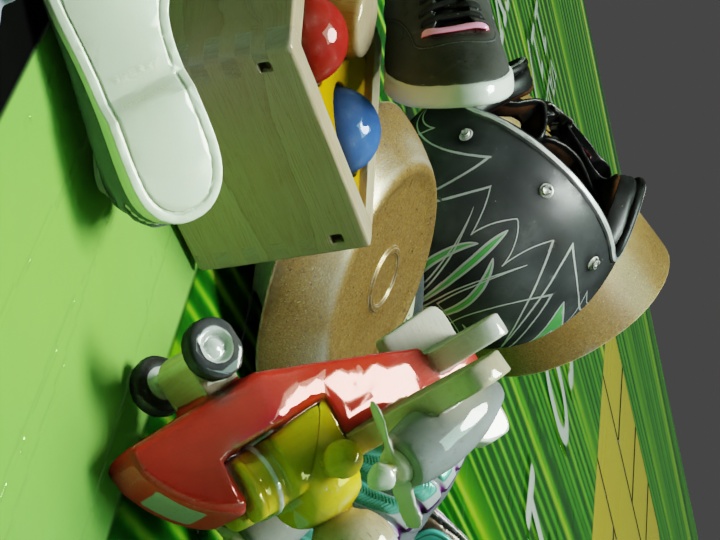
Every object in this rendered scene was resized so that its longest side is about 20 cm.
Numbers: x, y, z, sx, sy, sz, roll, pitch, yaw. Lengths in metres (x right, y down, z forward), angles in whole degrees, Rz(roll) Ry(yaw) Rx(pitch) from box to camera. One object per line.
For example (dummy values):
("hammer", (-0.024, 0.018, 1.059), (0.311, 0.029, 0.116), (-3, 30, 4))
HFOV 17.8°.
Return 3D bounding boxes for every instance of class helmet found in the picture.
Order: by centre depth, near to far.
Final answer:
("helmet", (0.095, -0.039, 1.632), (0.191, 0.199, 0.201), (-53, 136, -50))

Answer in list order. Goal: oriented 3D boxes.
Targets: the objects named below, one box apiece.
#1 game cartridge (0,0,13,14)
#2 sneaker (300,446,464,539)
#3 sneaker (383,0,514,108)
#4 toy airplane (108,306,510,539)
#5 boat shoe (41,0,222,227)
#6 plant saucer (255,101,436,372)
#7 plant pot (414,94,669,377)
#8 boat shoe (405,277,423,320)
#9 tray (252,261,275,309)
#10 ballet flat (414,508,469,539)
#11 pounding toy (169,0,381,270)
("game cartridge", (-0.176, -0.217, 0.962), (0.133, 0.041, 0.201), (68, 19, -56))
("sneaker", (-0.006, 0.155, 1.289), (0.200, 0.074, 0.088), (-46, 148, -30))
("sneaker", (0.043, -0.157, 1.285), (0.200, 0.070, 0.100), (-103, -170, -67))
("toy airplane", (-0.006, 0.092, 1.142), (0.200, 0.198, 0.142), (38, 36, -73))
("boat shoe", (-0.124, -0.118, 1.110), (0.062, 0.073, 0.201), (-2, -74, 61))
("plant saucer", (0.000, 0.000, 1.372), (0.200, 0.035, 0.201), (-56, 158, -36))
("plant pot", (0.124, -0.051, 1.847), (0.201, 0.186, 0.187), (60, 22, -25))
("boat shoe", (0.005, -0.011, 1.504), (0.200, 0.071, 0.063), (79, 23, -51))
("tray", (-0.042, -0.062, 1.397), (0.200, 0.022, 0.108), (-81, -178, -50))
("ballet flat", (0.017, 0.151, 1.363), (0.200, 0.069, 0.071), (46, 14, -18))
("pounding toy", (-0.041, -0.142, 1.243), (0.184, 0.141, 0.201), (67, 20, -47))
